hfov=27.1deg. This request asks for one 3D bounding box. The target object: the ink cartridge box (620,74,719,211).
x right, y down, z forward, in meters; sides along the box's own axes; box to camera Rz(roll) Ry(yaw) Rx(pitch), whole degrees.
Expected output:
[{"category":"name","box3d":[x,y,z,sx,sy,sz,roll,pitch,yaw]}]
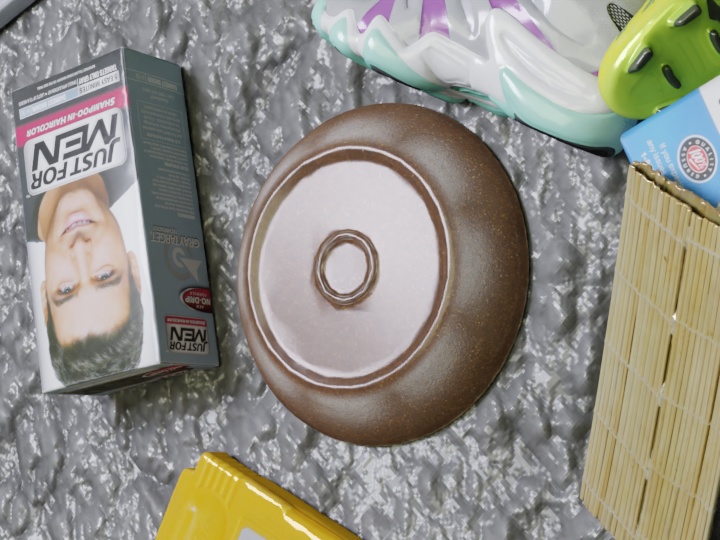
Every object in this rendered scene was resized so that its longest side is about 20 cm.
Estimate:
[{"category":"ink cartridge box","box3d":[0.243,-0.045,0.677,0.200,0.084,0.147,-32,68,27]}]

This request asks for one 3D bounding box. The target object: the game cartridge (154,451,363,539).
[{"category":"game cartridge","box3d":[-0.055,0.224,0.871,0.199,0.032,0.177,26,99,31]}]

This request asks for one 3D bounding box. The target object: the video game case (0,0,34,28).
[{"category":"video game case","box3d":[-0.280,-0.258,1.075,0.199,0.023,0.183,-31,69,25]}]

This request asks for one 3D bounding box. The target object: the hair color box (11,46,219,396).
[{"category":"hair color box","box3d":[-0.157,-0.028,0.947,0.099,0.061,0.201,-15,77,30]}]

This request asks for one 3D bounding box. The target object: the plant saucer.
[{"category":"plant saucer","box3d":[0.000,0.000,0.858,0.199,0.037,0.202,-4,82,33]}]

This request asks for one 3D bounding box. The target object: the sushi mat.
[{"category":"sushi mat","box3d":[0.144,0.055,0.703,0.096,0.012,0.201,43,138,48]}]

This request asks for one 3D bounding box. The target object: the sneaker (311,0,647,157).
[{"category":"sneaker","box3d":[0.077,-0.156,0.808,0.199,0.078,0.141,23,96,23]}]

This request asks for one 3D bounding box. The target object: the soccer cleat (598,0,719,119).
[{"category":"soccer cleat","box3d":[0.186,-0.158,0.734,0.200,0.065,0.084,-49,37,7]}]
